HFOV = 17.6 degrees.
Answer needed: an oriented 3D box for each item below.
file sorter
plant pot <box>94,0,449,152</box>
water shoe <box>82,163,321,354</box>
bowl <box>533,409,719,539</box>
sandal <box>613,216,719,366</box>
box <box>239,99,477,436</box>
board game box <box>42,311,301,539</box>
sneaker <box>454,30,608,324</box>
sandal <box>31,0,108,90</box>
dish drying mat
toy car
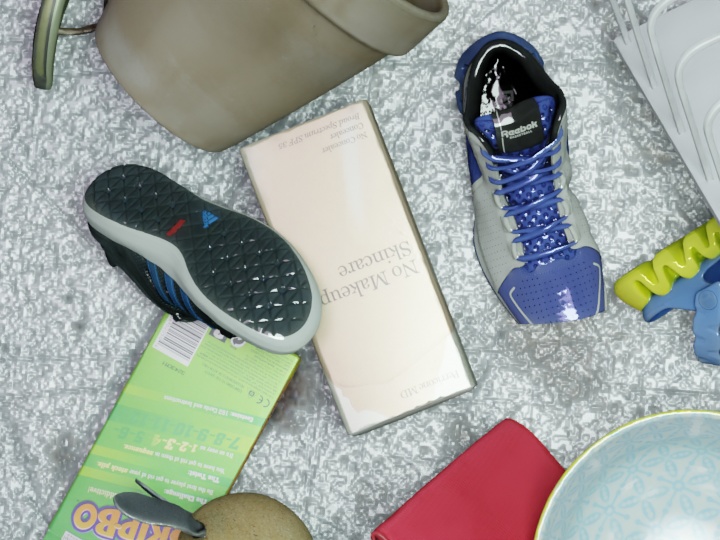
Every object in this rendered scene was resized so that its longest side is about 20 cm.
[{"bbox_3d":[0.239,-0.142,1.407,0.138,0.125,0.200,-25,46,2],"label":"file sorter"},{"bbox_3d":[-0.071,-0.175,1.495,0.200,0.200,0.174,47,108,5],"label":"plant pot"},{"bbox_3d":[-0.096,0.001,1.503,0.071,0.079,0.200,-40,57,-22],"label":"water shoe"},{"bbox_3d":[0.208,0.188,1.484,0.199,0.108,0.201,0,87,5],"label":"bowl"},{"bbox_3d":[0.258,-0.006,1.475,0.200,0.079,0.087,-37,81,39],"label":"sandal"},{"bbox_3d":[0.000,0.000,1.522,0.095,0.078,0.201,-22,86,2],"label":"box"},{"bbox_3d":[-0.128,0.123,1.551,0.095,0.030,0.201,29,87,5],"label":"board game box"},{"bbox_3d":[0.101,-0.062,1.499,0.080,0.115,0.200,-14,87,4],"label":"sneaker"},{"bbox_3d":[-0.166,-0.209,1.546,0.057,0.080,0.202,28,89,-7],"label":"sandal"},{"bbox_3d":[0.075,0.156,1.461,0.077,0.200,0.018,51,124,4],"label":"dish drying mat"},{"bbox_3d":[-0.077,0.206,1.468,0.200,0.164,0.158,40,90,0],"label":"toy car"}]
